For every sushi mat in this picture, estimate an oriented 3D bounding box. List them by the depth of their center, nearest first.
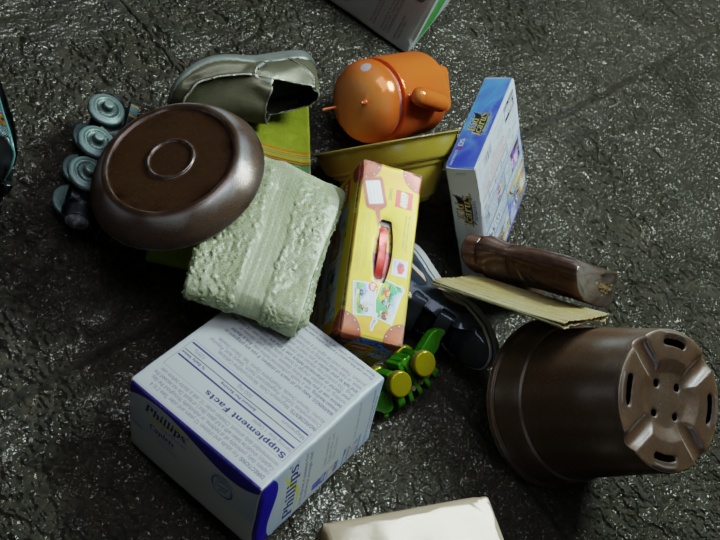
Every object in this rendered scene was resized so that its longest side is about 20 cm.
[{"bbox_3d":[0.182,0.034,1.240,0.095,0.012,0.198,-2,15,-45],"label":"sushi mat"}]

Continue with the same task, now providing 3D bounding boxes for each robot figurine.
[{"bbox_3d":[0.043,-0.239,1.475,0.198,0.118,0.144,-19,56,-43],"label":"robot figurine"}]

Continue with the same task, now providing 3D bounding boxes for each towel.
[{"bbox_3d":[-0.103,-0.036,1.156,0.146,0.037,0.203,19,59,-5],"label":"towel"},{"bbox_3d":[-0.101,-0.172,1.319,0.085,0.018,0.203,12,51,-20],"label":"towel"}]

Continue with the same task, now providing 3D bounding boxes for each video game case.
[{"bbox_3d":[0.169,-0.123,1.421,0.045,0.183,0.201,5,44,23],"label":"video game case"}]

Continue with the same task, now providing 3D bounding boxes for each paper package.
[{"bbox_3d":[0.058,0.341,1.068,0.197,0.104,0.193,-3,57,-26],"label":"paper package"}]

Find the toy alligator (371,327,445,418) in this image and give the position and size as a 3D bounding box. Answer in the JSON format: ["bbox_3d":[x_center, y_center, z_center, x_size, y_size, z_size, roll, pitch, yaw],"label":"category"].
[{"bbox_3d":[0.032,0.142,1.241,0.199,0.059,0.055,-38,109,-22],"label":"toy alligator"}]

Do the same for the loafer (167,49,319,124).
[{"bbox_3d":[-0.133,-0.215,1.282,0.197,0.076,0.070,-18,53,-22],"label":"loafer"}]

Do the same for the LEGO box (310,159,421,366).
[{"bbox_3d":[0.000,0.000,1.229,0.076,0.149,0.204,14,69,-16],"label":"LEGO box"}]

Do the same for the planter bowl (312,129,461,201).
[{"bbox_3d":[0.040,-0.126,1.391,0.198,0.199,0.085,-13,96,-32],"label":"planter bowl"}]

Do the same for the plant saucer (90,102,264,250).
[{"bbox_3d":[-0.203,-0.113,1.162,0.196,0.032,0.203,-5,54,7],"label":"plant saucer"}]

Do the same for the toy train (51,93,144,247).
[{"bbox_3d":[-0.291,-0.121,1.269,0.113,0.085,0.202,24,47,-22],"label":"toy train"}]

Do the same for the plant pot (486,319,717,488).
[{"bbox_3d":[0.279,0.148,1.206,0.197,0.197,0.204,4,82,-30],"label":"plant pot"}]

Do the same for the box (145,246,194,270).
[{"bbox_3d":[-0.140,-0.048,1.249,0.197,0.123,0.048,13,28,-16],"label":"box"}]

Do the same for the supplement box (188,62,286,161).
[{"bbox_3d":[-0.161,-0.155,1.346,0.108,0.086,0.203,2,55,-23],"label":"supplement box"}]

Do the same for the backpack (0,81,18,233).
[{"bbox_3d":[-0.451,-0.148,1.147,0.151,0.177,0.202,6,49,-25],"label":"backpack"}]

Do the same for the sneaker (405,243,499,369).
[{"bbox_3d":[0.082,0.051,1.313,0.079,0.079,0.200,-16,52,-39],"label":"sneaker"}]

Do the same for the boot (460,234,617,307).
[{"bbox_3d":[0.244,0.017,1.318,0.185,0.198,0.065,24,82,-46],"label":"boot"}]

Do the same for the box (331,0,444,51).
[{"bbox_3d":[0.063,-0.490,1.627,0.198,0.200,0.172,34,48,0],"label":"box"}]

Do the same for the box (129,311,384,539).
[{"bbox_3d":[-0.108,0.145,1.113,0.183,0.106,0.199,35,47,21],"label":"box"}]
